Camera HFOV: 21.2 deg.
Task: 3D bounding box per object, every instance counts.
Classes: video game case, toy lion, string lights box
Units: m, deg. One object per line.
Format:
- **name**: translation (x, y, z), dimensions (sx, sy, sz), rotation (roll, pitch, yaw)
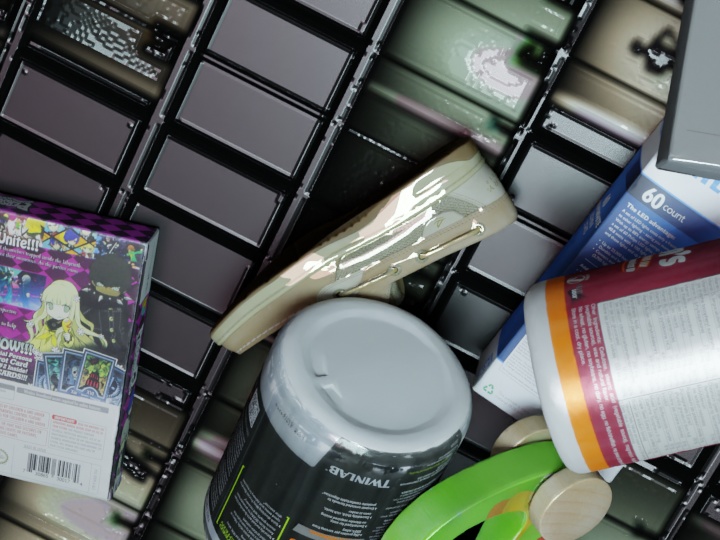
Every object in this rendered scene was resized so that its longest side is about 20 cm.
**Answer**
- **video game case**: translation (-0.237, 0.039, 1.216), dimensions (0.199, 0.036, 0.182), rotation (12, 111, 5)
- **toy lion**: translation (0.052, 0.201, 1.130), dimensions (0.191, 0.069, 0.200), rotation (-22, 134, -17)
- **string lights box**: translation (0.165, 0.015, 1.128), dimensions (0.103, 0.059, 0.200), rotation (35, 111, -4)

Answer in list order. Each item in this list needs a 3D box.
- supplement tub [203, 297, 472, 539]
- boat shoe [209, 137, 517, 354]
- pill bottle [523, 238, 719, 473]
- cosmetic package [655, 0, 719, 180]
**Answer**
- **supplement tub**: translation (-0.021, 0.122, 1.143), dimensions (0.122, 0.123, 0.200), rotation (26, 133, 0)
- **boat shoe**: translation (0.000, 0.000, 1.146), dimensions (0.200, 0.072, 0.065), rotation (-34, 100, 13)
- **pill bottle**: translation (0.197, 0.037, 1.041), dimensions (0.200, 0.110, 0.110), rotation (-14, 106, 12)
- **cosmetic package**: translation (0.225, -0.142, 1.019), dimensions (0.107, 0.090, 0.201), rotation (8, 88, 4)
